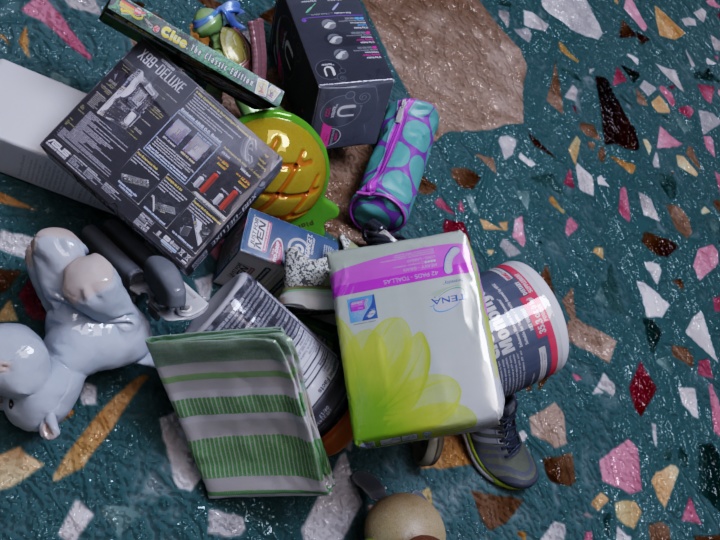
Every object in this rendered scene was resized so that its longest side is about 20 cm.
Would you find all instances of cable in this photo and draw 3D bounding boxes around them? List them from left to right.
[{"bbox_3d":[0.096,-0.003,1.096,0.199,0.163,0.051,32,87,-24],"label":"cable"}]

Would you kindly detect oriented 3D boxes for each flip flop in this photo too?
[{"bbox_3d":[0.063,0.140,1.054,0.057,0.081,0.202,3,69,-13],"label":"flip flop"}]

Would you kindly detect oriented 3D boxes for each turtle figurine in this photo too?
[{"bbox_3d":[-0.180,-0.213,1.067,0.200,0.144,0.194,-45,117,-10],"label":"turtle figurine"}]

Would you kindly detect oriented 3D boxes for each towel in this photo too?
[{"bbox_3d":[-0.115,0.147,0.847,0.023,0.151,0.202,-69,149,-57],"label":"towel"}]

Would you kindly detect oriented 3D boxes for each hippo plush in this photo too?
[{"bbox_3d":[-0.304,0.072,0.848,0.161,0.159,0.201,-46,136,-21],"label":"hippo plush"}]

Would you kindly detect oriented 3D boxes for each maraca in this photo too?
[{"bbox_3d":[-0.098,-0.104,1.013,0.136,0.201,0.108,-18,43,4],"label":"maraca"}]

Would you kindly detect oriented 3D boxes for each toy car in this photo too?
[{"bbox_3d":[0.039,0.310,0.937,0.163,0.158,0.201,26,27,-21],"label":"toy car"}]

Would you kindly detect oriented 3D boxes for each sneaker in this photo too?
[{"bbox_3d":[0.000,0.000,0.954,0.198,0.077,0.090,-4,85,-23],"label":"sneaker"},{"bbox_3d":[0.168,0.192,1.071,0.074,0.081,0.201,-42,101,-38],"label":"sneaker"}]

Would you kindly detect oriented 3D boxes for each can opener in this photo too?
[{"bbox_3d":[-0.229,-0.007,0.899,0.052,0.067,0.199,-18,37,-39],"label":"can opener"}]

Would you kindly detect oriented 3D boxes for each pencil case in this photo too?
[{"bbox_3d":[0.047,-0.147,1.172,0.093,0.084,0.201,65,35,-47],"label":"pencil case"}]

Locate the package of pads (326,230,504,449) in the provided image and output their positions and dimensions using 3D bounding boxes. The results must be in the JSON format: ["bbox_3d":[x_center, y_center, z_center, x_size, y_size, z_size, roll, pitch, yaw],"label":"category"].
[{"bbox_3d":[0.056,0.068,0.859,0.153,0.068,0.202,-9,74,2],"label":"package of pads"}]

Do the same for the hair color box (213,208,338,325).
[{"bbox_3d":[-0.064,0.004,1.024,0.198,0.100,0.061,21,58,-21],"label":"hair color box"}]

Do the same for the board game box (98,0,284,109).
[{"bbox_3d":[-0.184,-0.233,0.926,0.199,0.105,0.024,27,90,-24],"label":"board game box"}]

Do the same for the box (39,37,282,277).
[{"bbox_3d":[-0.206,-0.119,0.898,0.200,0.050,0.158,40,78,0],"label":"box"}]

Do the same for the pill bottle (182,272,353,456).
[{"bbox_3d":[-0.084,0.105,0.891,0.200,0.106,0.107,44,52,-14],"label":"pill bottle"}]

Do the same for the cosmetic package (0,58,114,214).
[{"bbox_3d":[-0.327,-0.143,0.962,0.198,0.074,0.103,21,57,-18],"label":"cosmetic package"}]

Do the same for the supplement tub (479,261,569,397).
[{"bbox_3d":[0.121,0.086,0.966,0.198,0.140,0.141,-23,78,-14],"label":"supplement tub"}]

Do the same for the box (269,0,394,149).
[{"bbox_3d":[-0.044,-0.276,1.133,0.105,0.123,0.201,-9,58,-18],"label":"box"}]

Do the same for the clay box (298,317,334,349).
[{"bbox_3d":[-0.099,0.126,0.975,0.114,0.048,0.202,22,58,-20],"label":"clay box"}]
